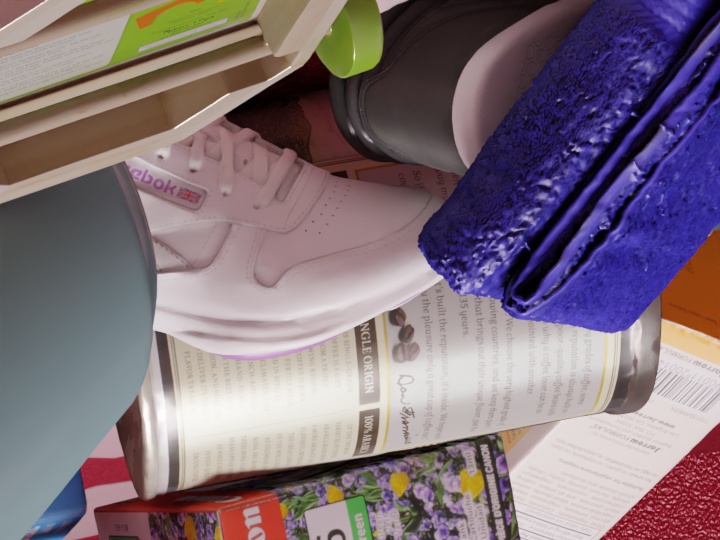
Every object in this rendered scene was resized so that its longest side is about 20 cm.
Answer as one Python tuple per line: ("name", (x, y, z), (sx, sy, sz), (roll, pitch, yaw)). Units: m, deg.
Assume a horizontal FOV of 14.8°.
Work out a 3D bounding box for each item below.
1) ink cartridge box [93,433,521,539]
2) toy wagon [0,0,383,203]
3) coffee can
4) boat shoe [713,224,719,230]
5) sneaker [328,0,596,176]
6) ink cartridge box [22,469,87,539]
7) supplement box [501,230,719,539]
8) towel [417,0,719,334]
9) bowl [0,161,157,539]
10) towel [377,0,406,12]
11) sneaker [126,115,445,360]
("ink cartridge box", (-0.049, 0.108, 1.095), (0.199, 0.051, 0.109), (-12, -178, -32))
("toy wagon", (-0.054, -0.068, 0.695), (0.155, 0.040, 0.200), (-21, 168, -22))
("coffee can", (0.000, 0.000, 1.077), (0.199, 0.147, 0.146), (-10, 170, -11))
("boat shoe", (0.172, -0.050, 1.210), (0.062, 0.075, 0.200), (-14, 172, 22))
("sneaker", (0.071, -0.084, 0.958), (0.099, 0.071, 0.200), (13, -152, 43))
("ink cartridge box", (-0.222, 0.050, 1.097), (0.199, 0.146, 0.084), (-9, 170, -17))
("supplement box", (0.095, 0.050, 1.300), (0.073, 0.126, 0.200), (21, 129, -28))
("towel", (0.115, -0.061, 0.864), (0.200, 0.050, 0.148), (-50, 155, 13))
("bowl", (-0.138, -0.002, 0.859), (0.105, 0.201, 0.201), (-29, -179, -34))
("towel", (-0.021, -0.110, 0.768), (0.199, 0.032, 0.191), (-2, 167, -43))
("sneaker", (-0.065, -0.026, 0.937), (0.199, 0.100, 0.075), (2, -153, 10))
